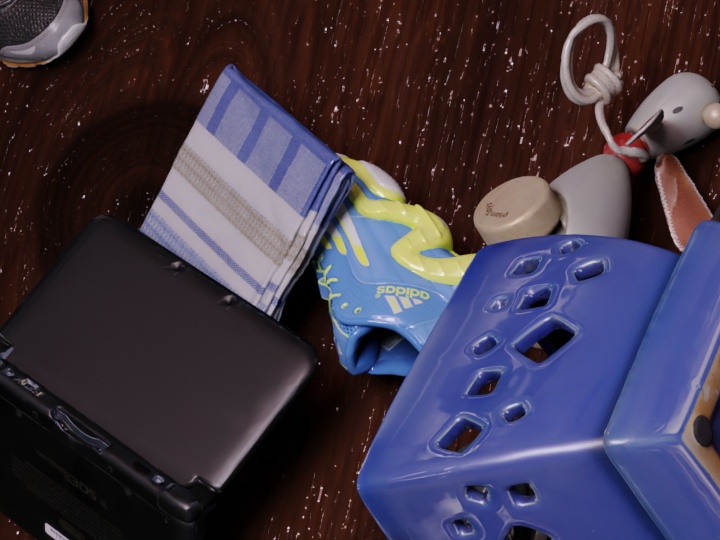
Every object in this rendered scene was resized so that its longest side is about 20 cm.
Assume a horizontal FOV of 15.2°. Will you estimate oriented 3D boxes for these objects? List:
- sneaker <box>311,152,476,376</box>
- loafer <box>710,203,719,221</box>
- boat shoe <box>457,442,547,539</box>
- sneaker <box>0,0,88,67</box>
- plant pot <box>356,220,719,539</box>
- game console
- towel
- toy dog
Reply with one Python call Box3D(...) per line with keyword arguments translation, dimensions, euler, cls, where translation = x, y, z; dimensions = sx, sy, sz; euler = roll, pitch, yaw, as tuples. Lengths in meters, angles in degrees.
Box3D(translation=(0.000, 0.000, 1.632), dimensions=(0.200, 0.076, 0.105), euler=(29, 50, 30), cls="sneaker")
Box3D(translation=(0.238, -0.029, 1.553), dimensions=(0.073, 0.071, 0.200), euler=(18, 71, -2), cls="loafer")
Box3D(translation=(0.056, 0.187, 1.526), dimensions=(0.074, 0.066, 0.199), euler=(-2, 58, 43), cls="boat shoe")
Box3D(translation=(-0.267, -0.209, 1.863), dimensions=(0.200, 0.077, 0.078), euler=(37, 82, 31), cls="sneaker")
Box3D(translation=(0.147, 0.100, 1.411), dimensions=(0.180, 0.200, 0.200), euler=(-14, 33, 38), cls="plant pot")
Box3D(translation=(-0.134, 0.096, 1.652), dimensions=(0.200, 0.176, 0.116), euler=(32, 45, 32), cls="game console")
Box3D(translation=(-0.086, -0.011, 1.671), dimensions=(0.147, 0.024, 0.200), euler=(41, 109, 44), cls="towel")
Box3D(translation=(0.156, -0.043, 1.574), dimensions=(0.096, 0.132, 0.200), euler=(15, 72, 48), cls="toy dog")
